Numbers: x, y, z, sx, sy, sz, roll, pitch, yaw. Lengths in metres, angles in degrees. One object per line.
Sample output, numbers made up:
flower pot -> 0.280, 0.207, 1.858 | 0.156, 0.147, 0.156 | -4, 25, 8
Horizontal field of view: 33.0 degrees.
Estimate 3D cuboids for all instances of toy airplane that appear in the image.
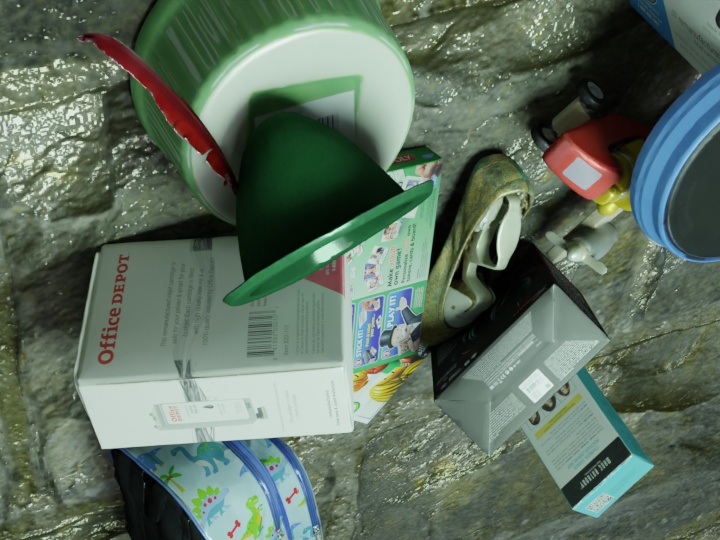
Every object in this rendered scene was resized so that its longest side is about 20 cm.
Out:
toy airplane -> 0.257, -0.081, 1.080 | 0.197, 0.142, 0.201 | -20, 151, -3

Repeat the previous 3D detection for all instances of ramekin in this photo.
ramekin -> -0.057, -0.125, 0.872 | 0.198, 0.098, 0.202 | -18, 138, -17

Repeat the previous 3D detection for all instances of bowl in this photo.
bowl -> 0.308, -0.088, 0.963 | 0.198, 0.040, 0.202 | -17, 138, -16

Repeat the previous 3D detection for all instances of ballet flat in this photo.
ballet flat -> 0.103, -0.005, 1.095 | 0.070, 0.071, 0.202 | 3, 119, -34

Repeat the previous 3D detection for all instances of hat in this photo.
hat -> -0.061, -0.091, 0.815 | 0.164, 0.178, 0.200 | -29, 177, -6

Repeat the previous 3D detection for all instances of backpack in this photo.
backpack -> -0.133, 0.209, 1.107 | 0.147, 0.182, 0.202 | -39, 142, -27

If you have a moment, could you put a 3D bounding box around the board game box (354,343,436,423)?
board game box -> -0.027, 0.072, 1.139 | 0.199, 0.035, 0.127 | 21, 117, -44

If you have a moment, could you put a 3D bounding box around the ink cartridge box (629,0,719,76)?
ink cartridge box -> 0.275, -0.259, 0.912 | 0.083, 0.145, 0.201 | -22, 139, -10

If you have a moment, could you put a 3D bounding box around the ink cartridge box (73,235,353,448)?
ink cartridge box -> -0.106, 0.050, 0.936 | 0.197, 0.148, 0.083 | -4, 135, 2

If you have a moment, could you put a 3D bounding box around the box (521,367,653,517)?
box -> 0.205, 0.142, 1.229 | 0.082, 0.201, 0.049 | -46, 138, 18

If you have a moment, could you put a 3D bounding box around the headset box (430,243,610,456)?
headset box -> 0.141, 0.065, 1.133 | 0.077, 0.200, 0.149 | 44, 101, -8

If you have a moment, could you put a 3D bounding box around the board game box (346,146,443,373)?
board game box -> 0.000, 0.000, 1.050 | 0.133, 0.029, 0.202 | -14, 126, -29
